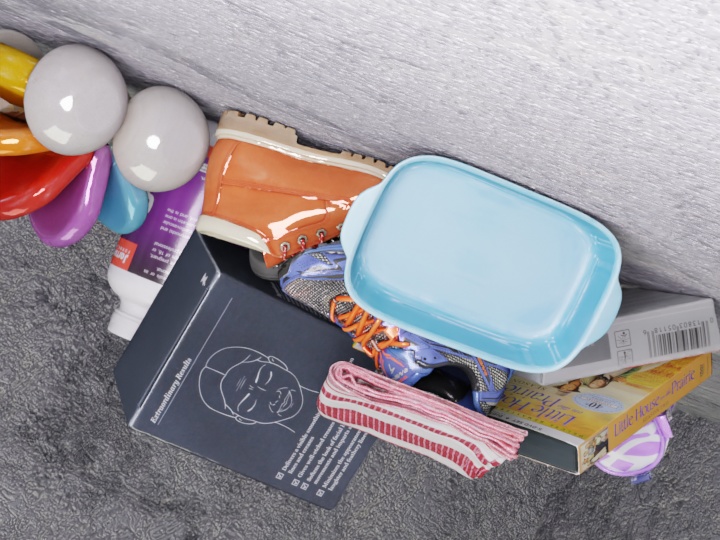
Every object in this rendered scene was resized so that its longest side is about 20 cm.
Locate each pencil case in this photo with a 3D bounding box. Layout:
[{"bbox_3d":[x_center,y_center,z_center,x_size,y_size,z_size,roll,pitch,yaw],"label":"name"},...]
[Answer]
[{"bbox_3d":[0.252,0.104,1.383,0.084,0.085,0.200,55,-151,-12],"label":"pencil case"}]

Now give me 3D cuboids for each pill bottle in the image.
[{"bbox_3d":[-0.150,-0.029,1.344,0.112,0.200,0.112,21,178,1],"label":"pill bottle"}]

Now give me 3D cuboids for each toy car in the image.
[{"bbox_3d":[-0.231,-0.095,1.209,0.200,0.150,0.175,23,176,-43],"label":"toy car"}]

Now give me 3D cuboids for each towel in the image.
[{"bbox_3d":[0.037,0.115,1.141,0.144,0.023,0.200,22,166,0],"label":"towel"}]

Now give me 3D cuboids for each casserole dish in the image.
[{"bbox_3d":[0.081,-0.007,1.044,0.200,0.121,0.039,21,-164,-13],"label":"casserole dish"}]

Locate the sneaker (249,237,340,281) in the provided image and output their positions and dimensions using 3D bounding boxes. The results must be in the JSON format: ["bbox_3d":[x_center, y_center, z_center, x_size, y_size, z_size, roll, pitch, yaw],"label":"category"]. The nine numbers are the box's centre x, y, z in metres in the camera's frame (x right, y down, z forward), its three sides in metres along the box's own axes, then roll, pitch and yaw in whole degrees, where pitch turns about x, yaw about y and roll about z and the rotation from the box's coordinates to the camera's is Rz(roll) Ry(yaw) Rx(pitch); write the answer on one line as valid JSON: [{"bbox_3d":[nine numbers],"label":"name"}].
[{"bbox_3d":[-0.002,-0.002,1.282,0.199,0.104,0.060,-20,-134,-26],"label":"sneaker"}]

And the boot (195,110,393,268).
[{"bbox_3d":[-0.029,-0.043,1.193,0.199,0.108,0.075,17,171,6],"label":"boot"}]

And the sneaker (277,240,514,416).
[{"bbox_3d":[0.030,0.043,1.093,0.200,0.079,0.075,26,146,-17],"label":"sneaker"}]

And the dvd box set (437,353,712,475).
[{"bbox_3d":[0.179,0.097,1.285,0.146,0.029,0.200,16,-149,41],"label":"dvd box set"}]

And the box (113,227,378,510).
[{"bbox_3d":[-0.080,0.083,1.275,0.200,0.149,0.107,27,-168,-25],"label":"box"}]

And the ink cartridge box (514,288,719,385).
[{"bbox_3d":[0.186,0.054,1.312,0.162,0.050,0.200,-10,-177,-15],"label":"ink cartridge box"}]

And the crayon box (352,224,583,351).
[{"bbox_3d":[0.086,0.019,1.165,0.119,0.058,0.200,22,149,-12],"label":"crayon box"}]

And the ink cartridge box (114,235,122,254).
[{"bbox_3d":[-0.185,-0.052,1.753,0.144,0.146,0.200,21,178,-6],"label":"ink cartridge box"}]
